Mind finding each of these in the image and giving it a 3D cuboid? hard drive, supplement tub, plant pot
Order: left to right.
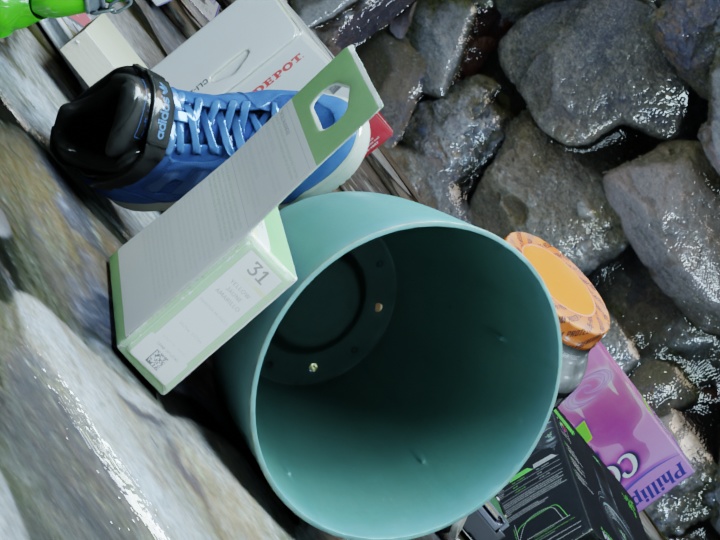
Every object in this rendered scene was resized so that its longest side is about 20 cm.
[{"bbox_3d":[-0.003,0.042,1.280,0.201,0.201,0.161,49,-6,-30],"label":"plant pot"},{"bbox_3d":[0.062,0.146,1.812,0.140,0.038,0.200,50,6,-21],"label":"hard drive"},{"bbox_3d":[0.074,0.074,1.468,0.122,0.200,0.123,34,26,-19],"label":"supplement tub"}]

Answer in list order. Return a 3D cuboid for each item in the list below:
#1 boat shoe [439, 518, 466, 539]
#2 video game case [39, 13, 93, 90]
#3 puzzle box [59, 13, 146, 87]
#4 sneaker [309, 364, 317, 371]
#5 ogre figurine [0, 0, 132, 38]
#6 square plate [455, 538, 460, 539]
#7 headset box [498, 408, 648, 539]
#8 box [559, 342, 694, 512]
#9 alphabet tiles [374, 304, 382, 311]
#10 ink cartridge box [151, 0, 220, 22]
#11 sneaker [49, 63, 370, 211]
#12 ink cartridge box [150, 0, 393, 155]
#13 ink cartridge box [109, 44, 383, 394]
[{"bbox_3d":[0.076,0.117,1.680,0.060,0.200,0.074,13,-21,0],"label":"boat shoe"},{"bbox_3d":[-0.195,-0.146,1.641,0.200,0.017,0.143,55,6,16],"label":"video game case"},{"bbox_3d":[-0.146,-0.101,1.558,0.200,0.025,0.133,52,6,-10],"label":"puzzle box"},{"bbox_3d":[-0.006,0.082,1.608,0.200,0.075,0.088,57,-8,5],"label":"sneaker"},{"bbox_3d":[-0.232,-0.217,1.320,0.098,0.120,0.200,61,11,26],"label":"ogre figurine"},{"bbox_3d":[0.145,0.305,1.594,0.200,0.028,0.198,56,8,26],"label":"square plate"},{"bbox_3d":[0.192,0.239,1.888,0.174,0.093,0.200,49,15,-32],"label":"headset box"},{"bbox_3d":[0.192,0.160,2.033,0.200,0.176,0.097,52,6,-14],"label":"box"},{"bbox_3d":[-0.053,-0.032,1.625,0.200,0.006,0.166,42,-26,20],"label":"alphabet tiles"},{"bbox_3d":[-0.235,-0.348,2.313,0.200,0.043,0.198,50,7,-11],"label":"ink cartridge box"},{"bbox_3d":[-0.102,-0.085,1.314,0.111,0.200,0.077,31,60,-59],"label":"sneaker"},{"bbox_3d":[-0.082,-0.150,1.897,0.084,0.144,0.200,55,6,34],"label":"ink cartridge box"},{"bbox_3d":[-0.058,-0.033,1.202,0.048,0.200,0.146,48,8,-20],"label":"ink cartridge box"}]
